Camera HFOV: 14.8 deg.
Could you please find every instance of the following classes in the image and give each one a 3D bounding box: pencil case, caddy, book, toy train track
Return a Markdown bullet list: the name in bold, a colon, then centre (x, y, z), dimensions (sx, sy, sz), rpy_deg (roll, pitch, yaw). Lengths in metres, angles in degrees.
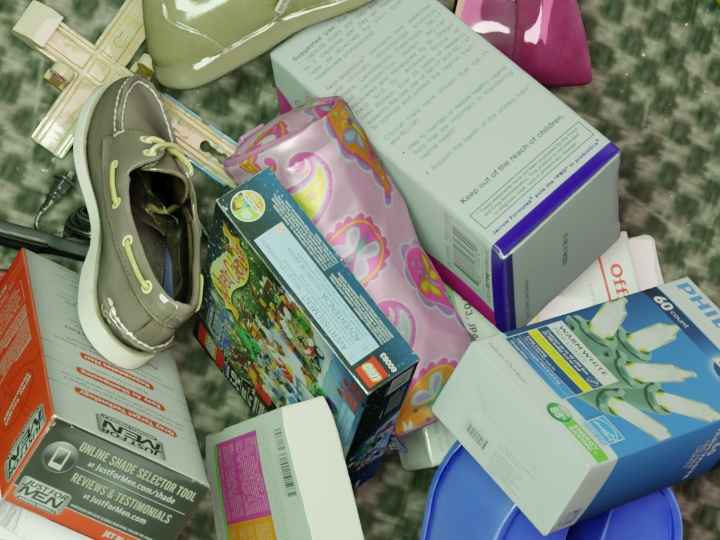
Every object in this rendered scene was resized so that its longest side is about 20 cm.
- **pencil case**: centre (0.000, 0.000, 1.586), dimensions (0.087, 0.087, 0.200), rpy_deg (-34, 103, -17)
- **caddy**: centre (0.106, 0.173, 1.644), dimensions (0.141, 0.105, 0.200), rpy_deg (2, 111, -25)
- **book**: centre (-0.043, 0.147, 1.573), dimensions (0.048, 0.200, 0.134), rpy_deg (-13, 87, -16)
- **toy train track**: centre (-0.121, -0.097, 1.672), dimensions (0.200, 0.033, 0.115), rpy_deg (35, 75, -10)

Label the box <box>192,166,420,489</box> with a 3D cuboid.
- **box**: centre (-0.035, 0.042, 1.555), dimensions (0.038, 0.200, 0.137), rpy_deg (-34, 75, -19)

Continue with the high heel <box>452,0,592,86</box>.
- **high heel**: centre (0.123, -0.218, 1.735), dimensions (0.096, 0.067, 0.201), rpy_deg (16, 83, -3)

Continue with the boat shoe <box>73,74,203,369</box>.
- **boat shoe**: centre (-0.122, -0.038, 1.575), dimensions (0.072, 0.059, 0.200), rpy_deg (32, 39, -34)

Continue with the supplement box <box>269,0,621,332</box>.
- **supplement box**: centre (0.051, -0.073, 1.640), dimensions (0.103, 0.101, 0.200), rpy_deg (-42, 66, -17)

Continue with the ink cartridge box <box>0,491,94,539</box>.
- **ink cartridge box**: centre (-0.202, 0.155, 1.554), dimensions (0.200, 0.147, 0.083), rpy_deg (32, 84, -9)

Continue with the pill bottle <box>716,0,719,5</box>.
- **pill bottle**: centre (0.276, -0.198, 1.757), dimensions (0.112, 0.112, 0.200), rpy_deg (-37, 94, -17)

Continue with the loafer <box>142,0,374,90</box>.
- **loafer**: centre (-0.043, -0.180, 1.623), dimensions (0.200, 0.076, 0.068), rpy_deg (-34, 122, -7)

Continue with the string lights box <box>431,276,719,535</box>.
- **string lights box**: centre (0.147, 0.074, 1.576), dimensions (0.200, 0.059, 0.103), rpy_deg (-15, 54, -46)

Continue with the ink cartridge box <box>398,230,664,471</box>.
- **ink cartridge box**: centre (0.114, 0.045, 1.701), dimensions (0.200, 0.067, 0.117), rpy_deg (-13, 86, -17)

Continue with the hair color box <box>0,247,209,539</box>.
- **hair color box**: centre (-0.153, 0.073, 1.545), dimensions (0.101, 0.200, 0.061), rpy_deg (27, 108, -22)

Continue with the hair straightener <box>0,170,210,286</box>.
- **hair straightener**: centre (-0.168, -0.022, 1.642), dimensions (0.199, 0.041, 0.077), rpy_deg (5, 81, -11)
